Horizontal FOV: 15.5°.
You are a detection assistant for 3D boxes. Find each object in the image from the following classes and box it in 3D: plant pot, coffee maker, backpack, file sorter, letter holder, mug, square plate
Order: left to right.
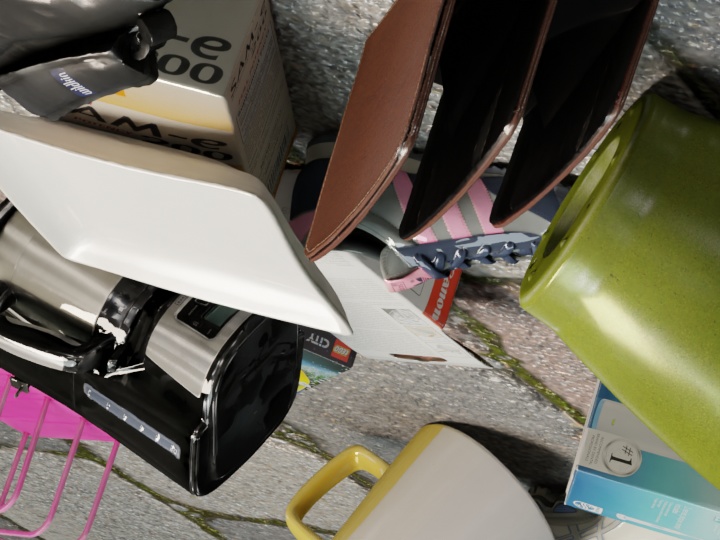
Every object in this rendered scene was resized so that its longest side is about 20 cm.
[{"bbox_3d":[-0.328,0.153,2.296,0.139,0.126,0.200,0,154,42],"label":"file sorter"},{"bbox_3d":[-0.157,-0.158,1.268,0.167,0.127,0.200,33,160,-8],"label":"backpack"},{"bbox_3d":[-0.142,0.047,1.723,0.200,0.135,0.192,32,165,20],"label":"coffee maker"},{"bbox_3d":[-0.113,-0.032,1.494,0.198,0.029,0.200,15,161,21],"label":"square plate"},{"bbox_3d":[0.038,0.223,2.042,0.150,0.153,0.186,55,157,-16],"label":"mug"},{"bbox_3d":[0.054,-0.069,1.293,0.100,0.142,0.200,21,161,-9],"label":"letter holder"},{"bbox_3d":[0.193,0.011,1.358,0.193,0.201,0.200,32,160,-4],"label":"plant pot"}]

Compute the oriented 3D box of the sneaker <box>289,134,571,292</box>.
[{"bbox_3d":[0.053,-0.018,1.532,0.199,0.082,0.070,11,160,19],"label":"sneaker"}]

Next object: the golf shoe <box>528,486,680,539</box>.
[{"bbox_3d":[0.200,0.223,2.057,0.078,0.097,0.200,32,156,-32],"label":"golf shoe"}]

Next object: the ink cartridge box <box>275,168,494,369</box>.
[{"bbox_3d":[0.000,0.000,1.684,0.109,0.050,0.200,4,157,37],"label":"ink cartridge box"}]

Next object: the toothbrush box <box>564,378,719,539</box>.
[{"bbox_3d":[0.237,0.091,1.571,0.199,0.147,0.085,17,162,4],"label":"toothbrush box"}]

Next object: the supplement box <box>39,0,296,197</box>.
[{"bbox_3d":[-0.111,-0.100,1.465,0.126,0.074,0.200,15,161,10],"label":"supplement box"}]

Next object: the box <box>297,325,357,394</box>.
[{"bbox_3d":[-0.112,0.029,1.884,0.200,0.038,0.137,24,160,-16],"label":"box"}]
